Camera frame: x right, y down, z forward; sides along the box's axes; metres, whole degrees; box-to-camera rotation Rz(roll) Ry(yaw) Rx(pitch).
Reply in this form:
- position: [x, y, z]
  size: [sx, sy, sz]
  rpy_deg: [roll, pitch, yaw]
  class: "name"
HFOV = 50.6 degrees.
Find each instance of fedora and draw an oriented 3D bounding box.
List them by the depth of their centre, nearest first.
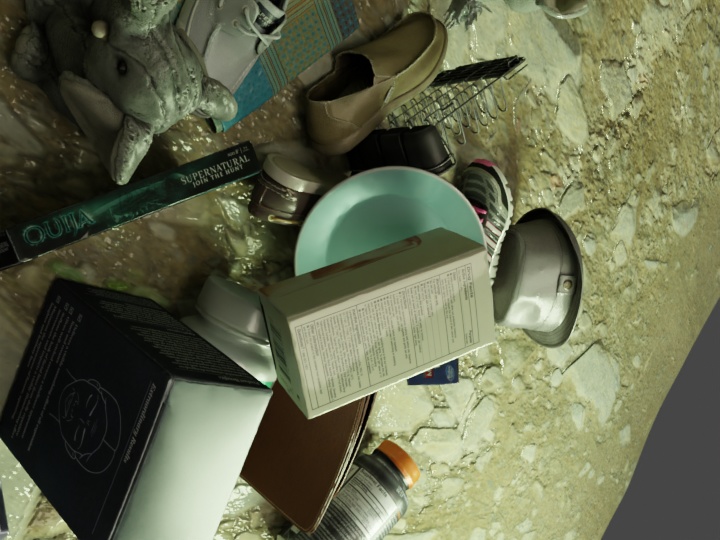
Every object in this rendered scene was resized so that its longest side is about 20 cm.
- position: [0.230, 0.013, 1.080]
  size: [0.089, 0.177, 0.203]
  rpy_deg: [-3, 115, -24]
  class: "fedora"

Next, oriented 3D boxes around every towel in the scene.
- position: [-0.089, -0.238, 0.698]
  size: [0.200, 0.022, 0.148]
  rpy_deg: [-44, 137, -24]
  class: "towel"

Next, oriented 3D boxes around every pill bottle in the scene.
- position: [-0.148, 0.116, 0.746]
  size: [0.113, 0.112, 0.202]
  rpy_deg: [23, 93, -50]
  class: "pill bottle"
- position: [-0.008, 0.319, 1.013]
  size: [0.200, 0.106, 0.107]
  rpy_deg: [-41, 135, -25]
  class: "pill bottle"

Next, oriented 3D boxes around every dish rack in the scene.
- position: [0.086, -0.171, 0.829]
  size: [0.199, 0.152, 0.055]
  rpy_deg: [-40, 118, -28]
  class: "dish rack"

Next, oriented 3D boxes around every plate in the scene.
- position: [0.030, -0.011, 0.778]
  size: [0.197, 0.026, 0.203]
  rpy_deg: [-2, 114, -4]
  class: "plate"

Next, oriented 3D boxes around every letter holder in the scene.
- position: [-0.035, 0.178, 0.880]
  size: [0.100, 0.141, 0.203]
  rpy_deg: [11, 102, -49]
  class: "letter holder"

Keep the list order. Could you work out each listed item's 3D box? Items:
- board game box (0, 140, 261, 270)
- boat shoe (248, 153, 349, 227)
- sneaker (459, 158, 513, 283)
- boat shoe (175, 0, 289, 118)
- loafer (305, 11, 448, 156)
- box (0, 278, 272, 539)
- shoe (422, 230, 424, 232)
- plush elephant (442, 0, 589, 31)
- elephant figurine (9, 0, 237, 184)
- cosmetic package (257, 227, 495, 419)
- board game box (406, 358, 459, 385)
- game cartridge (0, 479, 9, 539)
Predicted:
- position: [-0.192, -0.048, 0.599]
  size: [0.199, 0.134, 0.029]
  rpy_deg: [-28, 102, -36]
  class: "board game box"
- position: [-0.036, -0.068, 0.808]
  size: [0.199, 0.072, 0.060]
  rpy_deg: [10, 117, -52]
  class: "boat shoe"
- position: [0.146, -0.046, 1.012]
  size: [0.087, 0.073, 0.203]
  rpy_deg: [-30, 135, -42]
  class: "sneaker"
- position: [-0.094, -0.221, 0.627]
  size: [0.070, 0.071, 0.204]
  rpy_deg: [17, 95, -50]
  class: "boat shoe"
- position: [0.018, -0.204, 0.788]
  size: [0.201, 0.076, 0.068]
  rpy_deg: [-50, 145, -16]
  class: "loafer"
- position: [-0.192, 0.118, 0.632]
  size: [0.106, 0.199, 0.150]
  rpy_deg: [18, 97, -49]
  class: "box"
- position: [0.000, 0.000, 0.818]
  size: [0.199, 0.070, 0.053]
  rpy_deg: [-37, 164, 19]
  class: "shoe"
- position: [0.176, -0.346, 0.825]
  size: [0.154, 0.164, 0.203]
  rpy_deg: [-5, 121, -49]
  class: "plush elephant"
- position: [-0.156, -0.133, 0.531]
  size: [0.154, 0.199, 0.143]
  rpy_deg: [22, 101, -48]
  class: "elephant figurine"
- position: [0.017, 0.042, 0.702]
  size: [0.197, 0.087, 0.105]
  rpy_deg: [-18, 113, -20]
  class: "cosmetic package"
- position: [0.074, 0.021, 0.924]
  size: [0.061, 0.200, 0.204]
  rpy_deg: [-2, 91, -2]
  class: "board game box"
- position: [-0.294, 0.109, 0.572]
  size: [0.038, 0.130, 0.203]
  rpy_deg: [-7, 117, -24]
  class: "game cartridge"
